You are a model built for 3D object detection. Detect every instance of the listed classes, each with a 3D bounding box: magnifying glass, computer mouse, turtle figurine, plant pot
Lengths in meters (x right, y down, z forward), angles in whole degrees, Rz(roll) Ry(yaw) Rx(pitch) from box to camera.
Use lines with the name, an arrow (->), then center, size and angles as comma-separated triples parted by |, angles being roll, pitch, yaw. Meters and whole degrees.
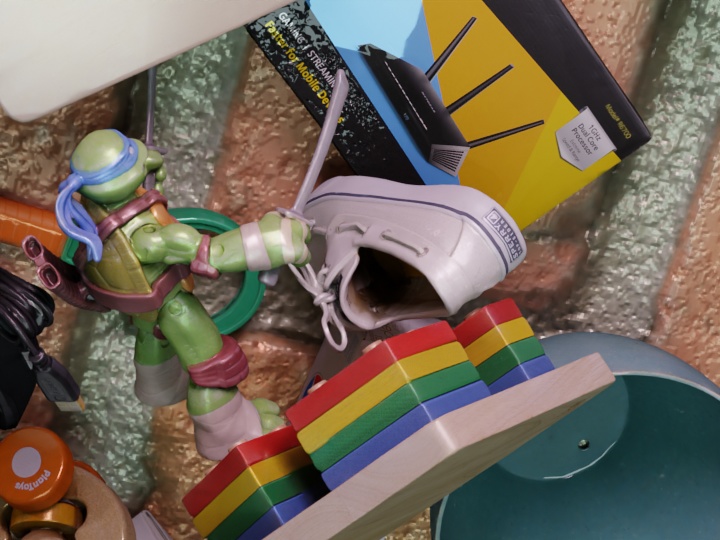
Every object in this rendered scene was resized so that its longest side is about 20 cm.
magnifying glass -> -0.149, -0.013, 1.376 | 0.199, 0.022, 0.080 | 16, 113, -20
computer mouse -> -0.188, 0.035, 1.311 | 0.046, 0.140, 0.200 | -43, 153, -21
turtle figurine -> -0.076, -0.014, 1.279 | 0.143, 0.200, 0.195 | 7, 130, 21
plant pot -> 0.129, 0.115, 1.425 | 0.199, 0.135, 0.201 | -4, 117, -8

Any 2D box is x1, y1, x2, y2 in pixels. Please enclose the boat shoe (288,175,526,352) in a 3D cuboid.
boat shoe -> 0.003, 0.004, 1.306 | 0.086, 0.202, 0.075 | -44, 114, -23

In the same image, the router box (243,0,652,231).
router box -> 0.047, -0.112, 1.342 | 0.149, 0.051, 0.200 | -36, 117, 6

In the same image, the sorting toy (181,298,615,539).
sorting toy -> 0.003, 0.094, 1.242 | 0.199, 0.200, 0.070 | -37, 80, 27

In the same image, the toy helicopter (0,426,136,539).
toy helicopter -> -0.216, 0.189, 1.361 | 0.199, 0.133, 0.079 | -29, 154, 1

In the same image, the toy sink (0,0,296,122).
toy sink -> -0.120, -0.186, 1.241 | 0.199, 0.112, 0.131 | -26, 118, -3

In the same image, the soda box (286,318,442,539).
soda box -> -0.011, 0.119, 1.442 | 0.068, 0.064, 0.201 | 17, 113, -18

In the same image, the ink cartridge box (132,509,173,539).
ink cartridge box -> -0.122, 0.264, 1.457 | 0.146, 0.083, 0.200 | -37, 125, -3

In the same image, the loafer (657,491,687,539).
loafer -> 0.189, 0.227, 1.528 | 0.071, 0.073, 0.201 | 14, 114, -18
